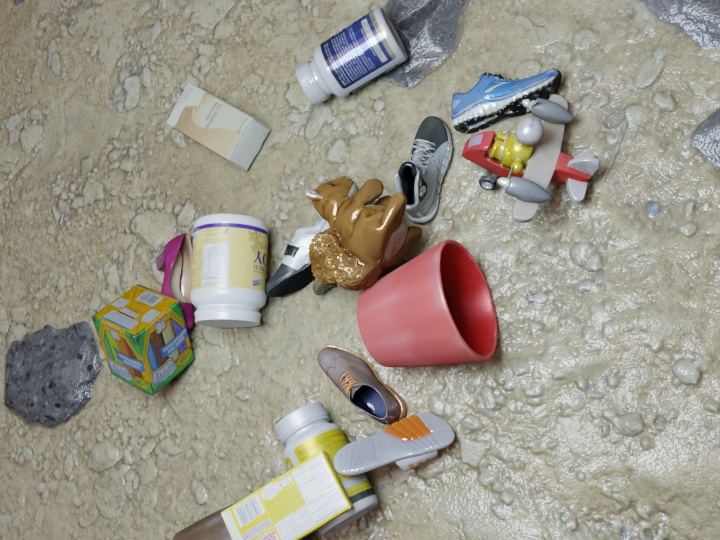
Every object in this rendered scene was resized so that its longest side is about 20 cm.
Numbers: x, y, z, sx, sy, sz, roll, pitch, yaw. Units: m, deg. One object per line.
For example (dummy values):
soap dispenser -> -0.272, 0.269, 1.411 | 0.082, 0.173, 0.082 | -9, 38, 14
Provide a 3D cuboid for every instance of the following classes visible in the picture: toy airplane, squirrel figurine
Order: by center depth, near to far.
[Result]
toy airplane -> 0.287, -0.188, 1.104 | 0.199, 0.141, 0.200 | -26, 55, -2
squirrel figurine -> -0.024, -0.068, 1.155 | 0.187, 0.142, 0.200 | 34, 88, 27

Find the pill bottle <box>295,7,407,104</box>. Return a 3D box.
pill bottle -> -0.020, -0.404, 1.309 | 0.200, 0.111, 0.111 | -27, 69, 17

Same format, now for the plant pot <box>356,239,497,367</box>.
plant pot -> 0.103, 0.070, 1.122 | 0.177, 0.200, 0.201 | -20, 71, 31

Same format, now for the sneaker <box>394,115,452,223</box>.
sneaker -> 0.108, -0.192, 1.203 | 0.075, 0.115, 0.200 | 4, 81, 25

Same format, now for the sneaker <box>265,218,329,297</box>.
sneaker -> -0.110, -0.032, 1.299 | 0.200, 0.074, 0.089 | -39, 66, 2

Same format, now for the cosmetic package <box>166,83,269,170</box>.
cosmetic package -> -0.300, -0.302, 1.431 | 0.200, 0.071, 0.105 | 30, 92, 27

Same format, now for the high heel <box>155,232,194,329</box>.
high heel -> -0.366, 0.019, 1.402 | 0.096, 0.067, 0.200 | -41, 62, 24

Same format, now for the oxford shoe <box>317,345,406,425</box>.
oxford shoe -> -0.008, 0.195, 1.200 | 0.200, 0.073, 0.071 | 34, 95, 27

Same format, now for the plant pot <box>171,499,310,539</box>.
plant pot -> -0.189, 0.474, 1.181 | 0.200, 0.187, 0.187 | -37, 66, -1

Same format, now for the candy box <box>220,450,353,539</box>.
candy box -> -0.120, 0.386, 1.098 | 0.200, 0.026, 0.102 | -32, 70, 4

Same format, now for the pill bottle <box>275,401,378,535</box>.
pill bottle -> -0.063, 0.337, 1.174 | 0.114, 0.114, 0.200 | -36, 67, 14

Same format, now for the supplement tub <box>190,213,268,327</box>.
supplement tub -> -0.252, 0.003, 1.312 | 0.145, 0.145, 0.200 | -5, 78, 24

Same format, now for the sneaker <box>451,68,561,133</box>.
sneaker -> 0.247, -0.314, 1.186 | 0.200, 0.079, 0.089 | -15, 76, 22

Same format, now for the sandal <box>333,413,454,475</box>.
sandal -> 0.056, 0.302, 1.141 | 0.206, 0.059, 0.079 | -16, 38, -8

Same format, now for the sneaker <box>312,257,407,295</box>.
sneaker -> 0.000, 0.000, 1.242 | 0.200, 0.077, 0.089 | -35, 76, 17

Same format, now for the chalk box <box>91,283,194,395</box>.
chalk box -> -0.422, 0.153, 1.350 | 0.125, 0.124, 0.200 | 17, 129, 27
